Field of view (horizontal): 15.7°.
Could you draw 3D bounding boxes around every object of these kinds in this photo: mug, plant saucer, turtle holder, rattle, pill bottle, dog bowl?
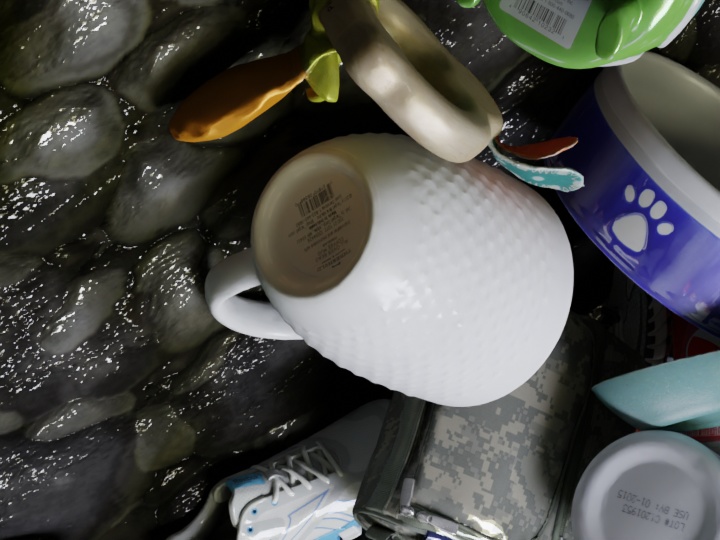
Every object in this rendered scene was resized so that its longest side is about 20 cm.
[{"bbox_3d":[0.000,0.000,1.558,0.199,0.149,0.175,-18,158,30],"label":"mug"},{"bbox_3d":[0.246,0.072,1.647,0.199,0.036,0.200,-10,172,-1],"label":"plant saucer"},{"bbox_3d":[0.139,-0.207,1.449,0.131,0.140,0.187,-14,104,-58],"label":"turtle holder"},{"bbox_3d":[0.017,-0.070,1.464,0.143,0.130,0.200,-51,138,3],"label":"rattle"},{"bbox_3d":[0.214,0.172,1.692,0.109,0.109,0.200,-43,156,7],"label":"pill bottle"},{"bbox_3d":[0.215,-0.046,1.648,0.200,0.200,0.079,9,127,-51],"label":"dog bowl"}]

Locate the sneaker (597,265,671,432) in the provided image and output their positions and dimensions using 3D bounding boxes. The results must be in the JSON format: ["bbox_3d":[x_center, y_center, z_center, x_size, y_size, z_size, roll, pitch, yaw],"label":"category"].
[{"bbox_3d":[0.168,0.078,1.840,0.078,0.082,0.201,-123,-134,-83],"label":"sneaker"}]

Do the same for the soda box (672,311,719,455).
[{"bbox_3d":[0.248,0.047,1.806,0.063,0.201,0.070,-1,148,9],"label":"soda box"}]

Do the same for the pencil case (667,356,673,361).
[{"bbox_3d":[0.211,0.163,1.929,0.083,0.201,0.091,25,150,-16],"label":"pencil case"}]

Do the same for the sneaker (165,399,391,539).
[{"bbox_3d":[-0.051,0.153,1.755,0.200,0.075,0.087,-41,140,0],"label":"sneaker"}]

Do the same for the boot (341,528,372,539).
[{"bbox_3d":[0.067,0.166,1.884,0.168,0.077,0.200,-31,151,-11],"label":"boot"}]

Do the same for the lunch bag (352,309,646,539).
[{"bbox_3d":[0.082,0.108,1.714,0.168,0.139,0.201,33,68,-44],"label":"lunch bag"}]
